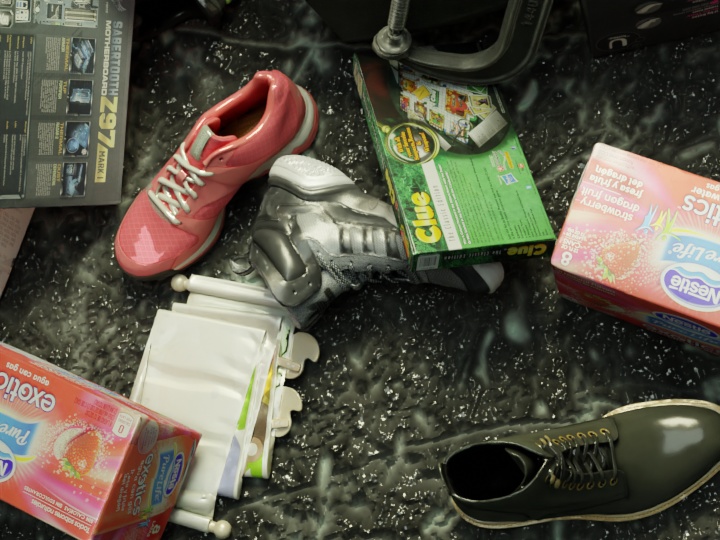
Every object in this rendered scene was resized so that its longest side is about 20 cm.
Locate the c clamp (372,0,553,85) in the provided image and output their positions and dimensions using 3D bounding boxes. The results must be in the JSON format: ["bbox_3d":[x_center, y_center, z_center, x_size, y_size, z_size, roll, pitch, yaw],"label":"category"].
[{"bbox_3d":[0.054,-0.202,0.968,0.168,0.201,0.027,1,53,-1],"label":"c clamp"}]

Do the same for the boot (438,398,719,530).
[{"bbox_3d":[0.151,0.129,0.936,0.198,0.138,0.078,-19,73,7],"label":"boot"}]

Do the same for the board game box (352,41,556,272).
[{"bbox_3d":[0.063,-0.087,1.017,0.103,0.024,0.202,-4,51,-12],"label":"board game box"}]

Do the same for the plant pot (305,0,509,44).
[{"bbox_3d":[0.020,-0.287,1.026,0.176,0.200,0.201,-28,43,25],"label":"plant pot"}]

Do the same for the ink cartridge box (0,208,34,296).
[{"bbox_3d":[-0.333,-0.032,1.121,0.115,0.068,0.202,17,81,16],"label":"ink cartridge box"}]

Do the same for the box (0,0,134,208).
[{"bbox_3d":[-0.246,-0.148,1.052,0.051,0.157,0.203,17,106,43],"label":"box"}]

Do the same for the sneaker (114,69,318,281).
[{"bbox_3d":[-0.121,-0.080,1.075,0.200,0.087,0.074,-46,71,-2],"label":"sneaker"}]

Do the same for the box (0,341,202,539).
[{"bbox_3d":[-0.231,0.120,1.031,0.198,0.103,0.096,21,85,23],"label":"box"}]

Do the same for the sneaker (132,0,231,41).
[{"bbox_3d":[-0.196,-0.228,1.135,0.197,0.077,0.085,1,72,14],"label":"sneaker"}]

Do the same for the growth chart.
[{"bbox_3d":[-0.115,0.099,1.066,0.143,0.018,0.202,19,81,16],"label":"growth chart"}]

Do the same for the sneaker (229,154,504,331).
[{"bbox_3d":[0.000,0.000,1.030,0.198,0.076,0.115,24,75,21],"label":"sneaker"}]

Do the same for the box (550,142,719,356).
[{"bbox_3d":[0.238,-0.002,0.969,0.198,0.100,0.096,21,81,16],"label":"box"}]

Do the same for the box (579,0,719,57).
[{"bbox_3d":[0.195,-0.250,0.987,0.105,0.200,0.124,-11,74,9],"label":"box"}]
